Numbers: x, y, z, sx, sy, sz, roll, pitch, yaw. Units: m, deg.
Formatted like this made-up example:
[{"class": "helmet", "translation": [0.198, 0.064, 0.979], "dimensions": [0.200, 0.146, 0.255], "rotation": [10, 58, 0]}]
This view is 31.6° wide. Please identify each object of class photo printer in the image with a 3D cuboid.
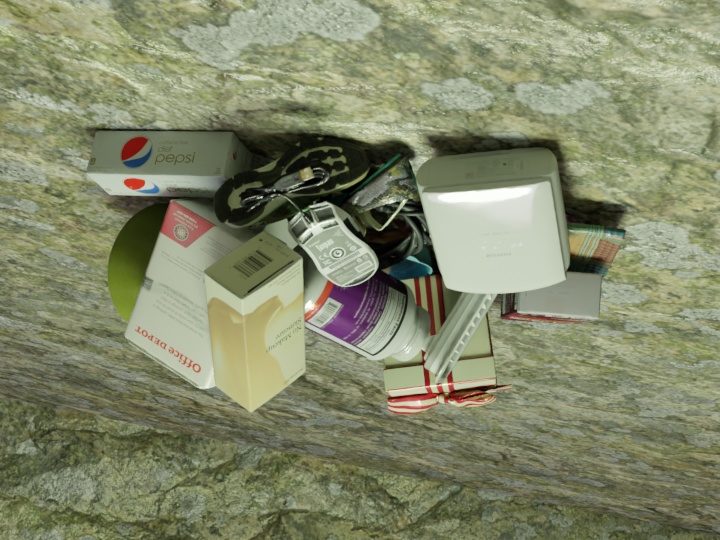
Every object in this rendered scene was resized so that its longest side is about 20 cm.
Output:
[{"class": "photo printer", "translation": [0.164, -0.050, 1.522], "dimensions": [0.165, 0.070, 0.201], "rotation": [-4, 137, 13]}]

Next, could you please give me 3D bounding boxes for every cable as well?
[{"class": "cable", "translation": [0.004, -0.068, 1.658], "dimensions": [0.199, 0.051, 0.164], "rotation": [-11, 127, 33]}]

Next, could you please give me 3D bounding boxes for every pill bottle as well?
[{"class": "pill bottle", "translation": [-0.007, 0.044, 1.654], "dimensions": [0.199, 0.113, 0.112], "rotation": [28, 155, -29]}]

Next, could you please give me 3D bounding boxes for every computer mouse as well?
[{"class": "computer mouse", "translation": [-0.049, -0.053, 1.520], "dimensions": [0.109, 0.044, 0.200], "rotation": [-28, 132, 14]}]

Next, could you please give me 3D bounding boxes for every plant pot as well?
[{"class": "plant pot", "translation": [-0.218, 0.013, 1.772], "dimensions": [0.199, 0.188, 0.187], "rotation": [13, 168, 41]}]

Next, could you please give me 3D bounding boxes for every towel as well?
[{"class": "towel", "translation": [0.228, -0.031, 1.633], "dimensions": [0.198, 0.022, 0.147], "rotation": [7, 160, 3]}]

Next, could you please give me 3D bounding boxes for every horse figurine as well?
[{"class": "horse figurine", "translation": [0.000, 0.000, 1.764], "dimensions": [0.131, 0.201, 0.050], "rotation": [13, -162, 0]}]

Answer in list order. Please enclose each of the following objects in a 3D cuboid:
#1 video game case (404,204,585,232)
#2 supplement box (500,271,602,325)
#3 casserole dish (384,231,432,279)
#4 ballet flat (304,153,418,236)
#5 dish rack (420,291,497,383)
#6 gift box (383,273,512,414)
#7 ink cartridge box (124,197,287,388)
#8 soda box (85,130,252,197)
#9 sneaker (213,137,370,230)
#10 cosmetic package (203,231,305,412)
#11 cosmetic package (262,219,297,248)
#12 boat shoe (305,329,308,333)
[{"class": "video game case", "translation": [0.190, -0.051, 1.679], "dimensions": [0.199, 0.036, 0.181], "rotation": [23, 156, -34]}, {"class": "supplement box", "translation": [0.254, 0.037, 1.720], "dimensions": [0.108, 0.061, 0.200], "rotation": [5, 176, 0]}, {"class": "casserole dish", "translation": [0.032, -0.013, 1.872], "dimensions": [0.120, 0.039, 0.200], "rotation": [15, 162, -15]}, {"class": "ballet flat", "translation": [-0.005, -0.071, 1.569], "dimensions": [0.072, 0.073, 0.200], "rotation": [25, 140, -38]}, {"class": "dish rack", "translation": [0.133, 0.068, 1.702], "dimensions": [0.043, 0.172, 0.200], "rotation": [30, 179, 9]}, {"class": "gift box", "translation": [0.125, 0.115, 1.899], "dimensions": [0.183, 0.188, 0.200], "rotation": [-8, 166, 10]}, {"class": "ink cartridge box", "translation": [-0.201, 0.027, 1.632], "dimensions": [0.146, 0.201, 0.083], "rotation": [29, -161, 21]}, {"class": "soda box", "translation": [-0.243, -0.135, 1.616], "dimensions": [0.198, 0.064, 0.068], "rotation": [2, 160, 20]}, {"class": "sneaker", "translation": [-0.078, -0.101, 1.563], "dimensions": [0.199, 0.077, 0.089], "rotation": [-18, 158, 12]}, {"class": "cosmetic package", "translation": [-0.125, 0.064, 1.548], "dimensions": [0.071, 0.105, 0.201], "rotation": [33, 144, 30]}, {"class": "cosmetic package", "translation": [-0.079, -0.010, 1.843], "dimensions": [0.200, 0.051, 0.082], "rotation": [37, 158, -25]}, {"class": "boat shoe", "translation": [-0.090, 0.049, 1.958], "dimensions": [0.065, 0.073, 0.200], "rotation": [5, -159, 16]}]
